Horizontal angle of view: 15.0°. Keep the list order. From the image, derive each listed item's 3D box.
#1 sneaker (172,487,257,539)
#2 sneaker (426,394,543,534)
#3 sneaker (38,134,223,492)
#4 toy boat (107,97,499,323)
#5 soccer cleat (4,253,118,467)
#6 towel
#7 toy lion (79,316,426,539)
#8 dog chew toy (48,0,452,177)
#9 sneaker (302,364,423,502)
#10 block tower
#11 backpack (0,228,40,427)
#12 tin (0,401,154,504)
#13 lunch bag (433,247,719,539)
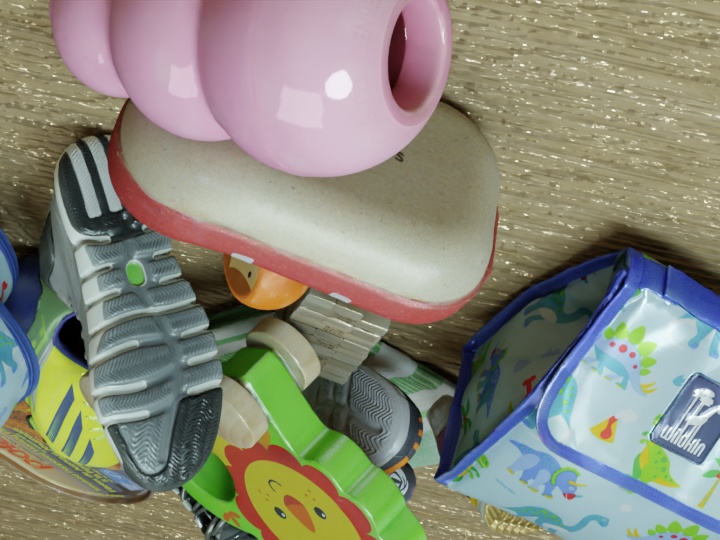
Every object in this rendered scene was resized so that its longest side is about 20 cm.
[{"bbox_3d":[-0.094,0.140,1.838,0.199,0.082,0.077,22,154,-7],"label":"sneaker"},{"bbox_3d":[0.119,0.116,1.698,0.075,0.090,0.200,-46,149,16],"label":"sneaker"},{"bbox_3d":[-0.135,0.030,1.551,0.075,0.201,0.115,-9,172,-20],"label":"sneaker"},{"bbox_3d":[-0.035,-0.030,1.386,0.199,0.131,0.131,22,135,-11],"label":"toy boat"},{"bbox_3d":[-0.172,0.067,1.730,0.083,0.065,0.201,14,146,25],"label":"soccer cleat"},{"bbox_3d":[-0.016,0.076,1.735,0.200,0.024,0.152,31,150,-29],"label":"towel"},{"bbox_3d":[-0.052,0.119,1.619,0.200,0.069,0.192,2,131,53],"label":"toy lion"},{"bbox_3d":[-0.059,-0.113,1.277,0.199,0.125,0.125,11,156,30],"label":"dog chew toy"},{"bbox_3d":[0.002,0.112,1.707,0.112,0.078,0.200,24,163,-29],"label":"sneaker"},{"bbox_3d":[0.000,0.000,1.536,0.058,0.054,0.200,20,154,-11],"label":"block tower"},{"bbox_3d":[-0.286,0.025,1.616,0.182,0.147,0.200,-9,125,43],"label":"backpack"},{"bbox_3d":[-0.222,0.104,1.892,0.112,0.042,0.200,-13,142,39],"label":"tin"},{"bbox_3d":[0.164,0.077,1.533,0.169,0.128,0.200,27,140,-17],"label":"lunch bag"}]
